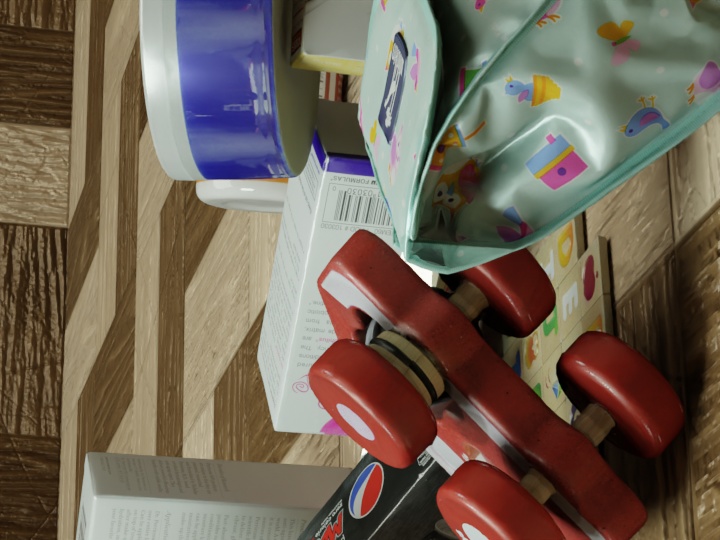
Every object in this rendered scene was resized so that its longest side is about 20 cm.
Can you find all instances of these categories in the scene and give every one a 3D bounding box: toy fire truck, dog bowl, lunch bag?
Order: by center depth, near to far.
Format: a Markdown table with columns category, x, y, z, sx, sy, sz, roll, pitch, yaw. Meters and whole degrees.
| category | x | y | z | sx | sy | sz | roll | pitch | yaw |
| --- | --- | --- | --- | --- | --- | --- | --- | --- | --- |
| lunch bag | 0.077 | -0.103 | 1.091 | 0.200 | 0.122 | 0.171 | -43 | 25 | 12 |
| toy fire truck | 0.053 | 0.070 | 1.158 | 0.112 | 0.200 | 0.168 | -46 | -2 | -17 |
| dog bowl | -0.074 | -0.155 | 1.432 | 0.200 | 0.078 | 0.202 | 1 | -90 | -83 |

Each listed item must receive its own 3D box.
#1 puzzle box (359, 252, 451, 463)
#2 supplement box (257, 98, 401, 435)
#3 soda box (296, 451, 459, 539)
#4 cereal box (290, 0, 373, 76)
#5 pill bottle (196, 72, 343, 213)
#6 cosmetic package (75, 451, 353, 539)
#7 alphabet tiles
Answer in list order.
| category | x | y | z | sx | sy | sz | roll | pitch | yaw |
| --- | --- | --- | --- | --- | --- | --- | --- | --- | --- |
| puzzle box | 0.044 | 0.028 | 1.397 | 0.133 | 0.025 | 0.201 | -46 | -29 | -60 |
| supplement box | 0.000 | 0.000 | 1.559 | 0.104 | 0.100 | 0.201 | -111 | 30 | -61 |
| soda box | 0.012 | 0.163 | 1.354 | 0.200 | 0.070 | 0.064 | -52 | 27 | 25 |
| cereal box | 0.034 | -0.212 | 1.405 | 0.040 | 0.143 | 0.202 | 151 | 122 | -71 |
| pill bottle | -0.069 | -0.150 | 1.869 | 0.112 | 0.111 | 0.202 | 164 | 111 | -75 |
| cosmetic package | -0.101 | 0.194 | 1.698 | 0.071 | 0.198 | 0.102 | -115 | 33 | -65 |
| alphabet tiles | 0.103 | 0.068 | 1.310 | 0.200 | 0.006 | 0.168 | 122 | 151 | -61 |
